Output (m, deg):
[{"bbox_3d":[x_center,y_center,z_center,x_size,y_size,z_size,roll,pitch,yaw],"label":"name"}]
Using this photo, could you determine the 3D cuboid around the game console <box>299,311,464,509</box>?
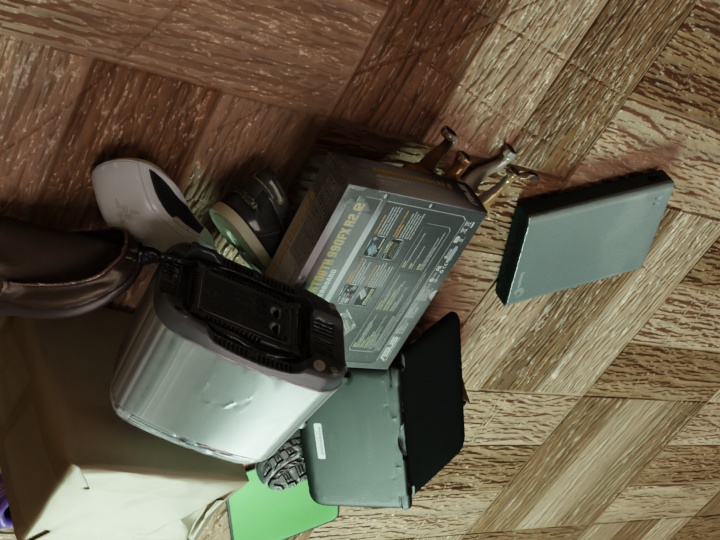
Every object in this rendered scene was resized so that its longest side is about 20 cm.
[{"bbox_3d":[0.026,0.157,1.093,0.174,0.117,0.202,0,120,10],"label":"game console"}]

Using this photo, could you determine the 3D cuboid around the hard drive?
[{"bbox_3d":[0.258,-0.038,1.128,0.198,0.033,0.140,-14,138,-20],"label":"hard drive"}]

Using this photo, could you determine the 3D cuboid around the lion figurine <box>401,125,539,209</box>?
[{"bbox_3d":[0.083,-0.073,0.951,0.199,0.073,0.123,12,128,-43],"label":"lion figurine"}]

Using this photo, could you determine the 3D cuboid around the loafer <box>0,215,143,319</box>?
[{"bbox_3d":[-0.272,-0.005,0.767,0.198,0.073,0.072,-9,131,-4],"label":"loafer"}]

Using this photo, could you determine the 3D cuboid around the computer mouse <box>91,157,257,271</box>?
[{"bbox_3d":[-0.169,-0.019,0.844,0.109,0.044,0.200,-9,142,21],"label":"computer mouse"}]

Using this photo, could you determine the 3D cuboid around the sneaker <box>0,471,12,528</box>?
[{"bbox_3d":[-0.285,0.241,1.006,0.198,0.084,0.081,-2,116,-21],"label":"sneaker"}]

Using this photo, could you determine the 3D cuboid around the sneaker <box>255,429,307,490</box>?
[{"bbox_3d":[-0.035,0.184,1.141,0.198,0.079,0.075,-20,113,-9],"label":"sneaker"}]

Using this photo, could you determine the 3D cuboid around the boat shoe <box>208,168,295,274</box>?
[{"bbox_3d":[-0.073,-0.018,0.912,0.068,0.071,0.201,-51,150,-16],"label":"boat shoe"}]

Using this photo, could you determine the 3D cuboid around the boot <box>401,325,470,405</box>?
[{"bbox_3d":[0.065,0.117,1.135,0.074,0.076,0.199,-44,138,18],"label":"boot"}]

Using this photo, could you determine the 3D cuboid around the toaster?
[{"bbox_3d":[-0.117,0.070,0.784,0.198,0.114,0.130,23,122,-21],"label":"toaster"}]

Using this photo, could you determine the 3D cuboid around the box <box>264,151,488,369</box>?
[{"bbox_3d":[0.000,0.000,0.873,0.157,0.048,0.201,8,125,-35],"label":"box"}]

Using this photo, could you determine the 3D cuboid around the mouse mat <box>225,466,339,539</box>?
[{"bbox_3d":[-0.099,0.302,1.277,0.159,0.008,0.201,-16,137,-18],"label":"mouse mat"}]

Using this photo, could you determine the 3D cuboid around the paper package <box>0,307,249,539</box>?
[{"bbox_3d":[-0.223,0.135,0.871,0.190,0.201,0.104,16,123,-43],"label":"paper package"}]
